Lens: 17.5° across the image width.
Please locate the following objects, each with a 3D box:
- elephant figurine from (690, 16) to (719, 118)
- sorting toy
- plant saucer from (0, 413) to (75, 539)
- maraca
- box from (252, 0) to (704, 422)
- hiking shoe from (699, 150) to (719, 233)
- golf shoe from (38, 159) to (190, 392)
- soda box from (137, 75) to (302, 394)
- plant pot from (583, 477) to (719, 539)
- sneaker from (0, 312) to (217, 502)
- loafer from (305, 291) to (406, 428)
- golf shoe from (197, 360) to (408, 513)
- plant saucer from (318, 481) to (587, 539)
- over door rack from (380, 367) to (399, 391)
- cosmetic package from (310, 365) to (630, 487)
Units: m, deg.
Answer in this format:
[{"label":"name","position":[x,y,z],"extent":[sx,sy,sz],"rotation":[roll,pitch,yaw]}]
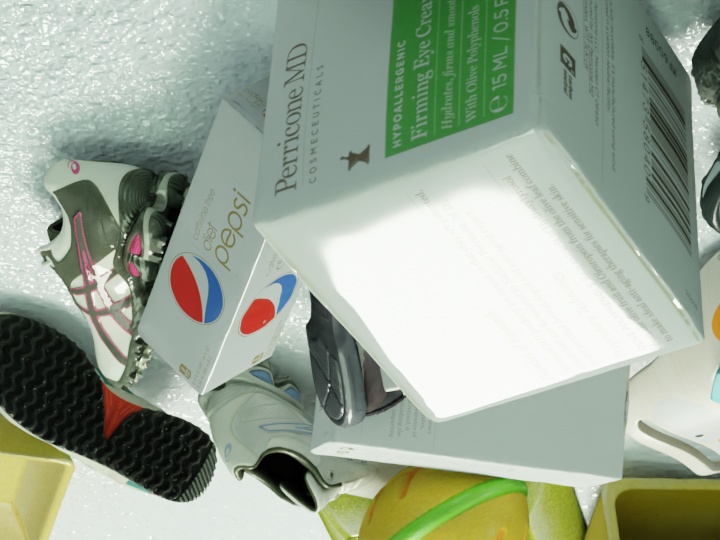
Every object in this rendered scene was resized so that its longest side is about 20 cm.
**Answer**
[{"label":"elephant figurine","position":[0.255,-0.068,1.257],"extent":[0.155,0.201,0.141],"rotation":[23,139,-30]},{"label":"sorting toy","position":[0.269,0.085,1.562],"extent":[0.199,0.107,0.180],"rotation":[27,139,-33]},{"label":"plant saucer","position":[-0.315,0.144,1.684],"extent":[0.199,0.049,0.200],"rotation":[9,151,-12]},{"label":"maraca","position":[0.055,0.195,1.644],"extent":[0.136,0.107,0.200],"rotation":[-24,161,-14]},{"label":"box","position":[0.068,-0.066,1.254],"extent":[0.171,0.200,0.200],"rotation":[-19,136,26]},{"label":"hiking shoe","position":[0.286,-0.056,1.368],"extent":[0.199,0.087,0.074],"rotation":[-26,145,34]},{"label":"golf shoe","position":[-0.158,-0.003,1.482],"extent":[0.088,0.077,0.201],"rotation":[19,141,5]},{"label":"soda box","position":[-0.067,-0.022,1.390],"extent":[0.068,0.064,0.201],"rotation":[-29,152,-43]},{"label":"plant pot","position":[0.260,0.286,1.778],"extent":[0.193,0.197,0.200],"rotation":[2,152,-11]},{"label":"sneaker","position":[-0.197,0.098,1.612],"extent":[0.199,0.071,0.093],"rotation":[34,162,-21]},{"label":"loafer","position":[0.000,0.000,1.446],"extent":[0.063,0.072,0.201],"rotation":[-15,120,-23]},{"label":"golf shoe","position":[-0.028,0.140,1.645],"extent":[0.199,0.098,0.078],"rotation":[23,128,-32]},{"label":"plant saucer","position":[0.070,0.208,1.790],"extent":[0.198,0.048,0.200],"rotation":[-8,144,11]},{"label":"over door rack","position":[0.104,0.004,1.410],"extent":[0.147,0.067,0.200],"rotation":[-17,-174,23]},{"label":"cosmetic package","position":[0.074,0.083,1.550],"extent":[0.199,0.102,0.074],"rotation":[10,168,-12]}]
